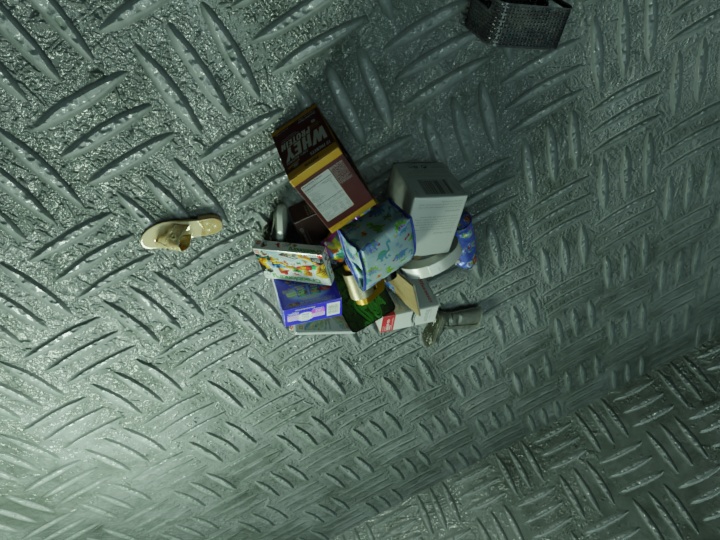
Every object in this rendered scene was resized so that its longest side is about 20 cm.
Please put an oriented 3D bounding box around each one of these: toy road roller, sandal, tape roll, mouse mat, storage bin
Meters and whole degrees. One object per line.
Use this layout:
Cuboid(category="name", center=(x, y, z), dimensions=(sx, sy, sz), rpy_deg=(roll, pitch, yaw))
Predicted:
Cuboid(category="toy road roller", center=(0.000, 0.000, 1.589), dimensions=(0.200, 0.144, 0.124), rpy_deg=(-41, 120, -43))
Cuboid(category="sandal", center=(-0.451, -0.083, 1.403), dimensions=(0.209, 0.070, 0.078), rpy_deg=(-17, 137, -10))
Cuboid(category="tape roll", center=(0.204, -0.045, 1.656), dimensions=(0.201, 0.203, 0.037), rpy_deg=(-26, 113, 0))
Cuboid(category="mouse mat", center=(-0.003, 0.066, 1.678), dimensions=(0.160, 0.202, 0.008), rpy_deg=(-29, 179, -15))
Cuboid(category="storage bin", center=(0.353, -0.573, 1.253), dimensions=(0.197, 0.136, 0.095), rpy_deg=(-6, 135, -20))

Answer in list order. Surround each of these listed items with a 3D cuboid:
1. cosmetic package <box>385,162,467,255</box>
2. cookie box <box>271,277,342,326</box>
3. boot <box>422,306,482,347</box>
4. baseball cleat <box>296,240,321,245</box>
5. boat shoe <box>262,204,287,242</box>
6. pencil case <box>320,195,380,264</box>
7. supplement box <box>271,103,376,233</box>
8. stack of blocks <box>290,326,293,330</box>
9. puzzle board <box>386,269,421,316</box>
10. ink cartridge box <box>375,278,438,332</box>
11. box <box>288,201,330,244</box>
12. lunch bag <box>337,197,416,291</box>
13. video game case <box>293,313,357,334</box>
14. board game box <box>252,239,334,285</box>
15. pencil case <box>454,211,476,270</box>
Cuboid(category="cosmetic package", center=(0.170, -0.169, 1.541), dimensions=(0.162, 0.166, 0.202), rpy_deg=(-4, 133, -20))
Cuboid(category="cookie box", center=(-0.157, 0.046, 1.573), dimensions=(0.169, 0.201, 0.076), rpy_deg=(-11, 137, -14))
Cuboid(category="boot", center=(0.344, 0.209, 2.076), dimensions=(0.197, 0.073, 0.183), rpy_deg=(-5, 136, -30))
Cuboid(category="baseball cleat", center=(-0.103, -0.081, 1.561), dimensions=(0.198, 0.071, 0.107), rpy_deg=(-16, 161, -25))
Cuboid(category="boat shoe", center=(-0.233, -0.093, 1.496), dimensions=(0.063, 0.071, 0.202), rpy_deg=(9, 132, -1))
Cuboid(category="pencil case", center=(-0.025, -0.111, 1.462), dimensions=(0.088, 0.089, 0.200), rpy_deg=(23, 116, -39))
Cuboid(category="supplement box", center=(-0.088, -0.242, 1.324), dimensions=(0.132, 0.199, 0.200), rpy_deg=(-32, 138, 8))
Cuboid(category="stack of blocks", center=(-0.125, 0.118, 1.715), dimensions=(0.197, 0.116, 0.059), rpy_deg=(2, 142, -26))
Cuboid(category="puzzle board", center=(0.112, 0.036, 1.697), dimensions=(0.017, 0.200, 0.152), rpy_deg=(-36, 140, -15))
Cuboid(category="ink cartridge box", center=(0.136, 0.105, 1.809), dimensions=(0.197, 0.145, 0.084), rpy_deg=(-10, 137, -15))
Cuboid(category="box", center=(-0.084, -0.155, 1.505), dimensions=(0.198, 0.075, 0.101), rpy_deg=(-24, 137, 1))
Cuboid(category="lunch bag", center=(0.049, -0.055, 1.408), dimensions=(0.169, 0.128, 0.201), rpy_deg=(-32, 139, -12))
Cuboid(category="video game case", center=(-0.114, 0.101, 1.666), dimensions=(0.197, 0.185, 0.022), rpy_deg=(2, 154, -27))
Cuboid(category="board game box", center=(-0.177, -0.021, 1.480), dimensions=(0.197, 0.035, 0.127), rpy_deg=(6, 143, 16))
Cuboid(category="pencil case", center=(0.320, -0.091, 1.752), dimensions=(0.087, 0.078, 0.201), rpy_deg=(-40, 139, -18))
